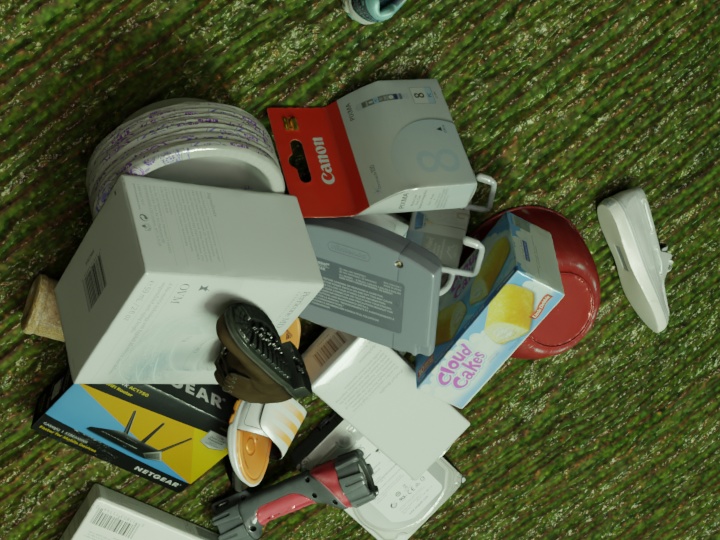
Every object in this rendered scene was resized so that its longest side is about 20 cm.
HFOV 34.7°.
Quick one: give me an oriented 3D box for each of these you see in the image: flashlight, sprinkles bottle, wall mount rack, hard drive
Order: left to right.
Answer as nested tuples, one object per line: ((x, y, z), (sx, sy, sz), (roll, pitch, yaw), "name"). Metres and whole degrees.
((-0.270, 0.062, 1.280), (0.199, 0.068, 0.069), (18, 101, -24), "sprinkles bottle")
((-0.079, 0.283, 1.396), (0.199, 0.068, 0.068), (-26, 120, 9), "flashlight")
((0.025, 0.252, 1.468), (0.140, 0.038, 0.200), (-44, 116, -1), "hard drive")
((0.060, -0.066, 1.300), (0.173, 0.201, 0.075), (11, 134, 6), "wall mount rack")

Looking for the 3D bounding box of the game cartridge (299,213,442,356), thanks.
((-0.007, 0.008, 1.251), (0.040, 0.199, 0.134), (-51, 151, -46), "game cartridge")

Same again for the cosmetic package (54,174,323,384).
((-0.178, 0.018, 1.182), (0.199, 0.123, 0.199), (3, 143, -35), "cosmetic package")

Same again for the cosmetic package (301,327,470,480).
((0.027, 0.148, 1.373), (0.102, 0.074, 0.200), (-44, 118, 0), "cosmetic package")

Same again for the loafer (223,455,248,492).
((-0.116, 0.171, 1.369), (0.071, 0.073, 0.201), (6, 106, -21), "loafer")

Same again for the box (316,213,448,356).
((0.000, 0.000, 1.369), (0.199, 0.041, 0.156), (24, 100, -26), "box")

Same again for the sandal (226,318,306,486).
((-0.090, 0.137, 1.280), (0.079, 0.059, 0.208), (47, 51, -51), "sandal")

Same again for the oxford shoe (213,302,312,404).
((-0.112, 0.095, 1.153), (0.084, 0.073, 0.200), (-19, 151, 4), "oxford shoe")

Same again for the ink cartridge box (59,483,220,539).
((-0.278, 0.374, 1.398), (0.199, 0.045, 0.177), (30, 96, -25), "ink cartridge box")

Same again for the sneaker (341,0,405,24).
((0.062, -0.349, 1.245), (0.077, 0.086, 0.201), (30, 97, -26), "sneaker")

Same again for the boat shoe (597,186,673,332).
((0.367, -0.015, 1.486), (0.068, 0.072, 0.201), (-28, 106, -8), "boat shoe")

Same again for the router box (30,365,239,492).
((-0.244, 0.163, 1.295), (0.199, 0.051, 0.149), (30, 127, -27), "router box")

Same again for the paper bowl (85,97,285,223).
((-0.186, -0.101, 1.205), (0.200, 0.105, 0.201), (-14, 148, -9), "paper bowl")

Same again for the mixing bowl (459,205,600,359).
((0.221, 0.031, 1.423), (0.199, 0.108, 0.201), (-7, 110, -18), "mixing bowl")

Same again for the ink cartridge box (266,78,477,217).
((0.011, -0.137, 1.263), (0.199, 0.161, 0.047), (-4, 146, -19), "ink cartridge box")

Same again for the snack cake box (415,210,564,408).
((0.141, 0.046, 1.309), (0.067, 0.115, 0.200), (25, 123, -19), "snack cake box")
